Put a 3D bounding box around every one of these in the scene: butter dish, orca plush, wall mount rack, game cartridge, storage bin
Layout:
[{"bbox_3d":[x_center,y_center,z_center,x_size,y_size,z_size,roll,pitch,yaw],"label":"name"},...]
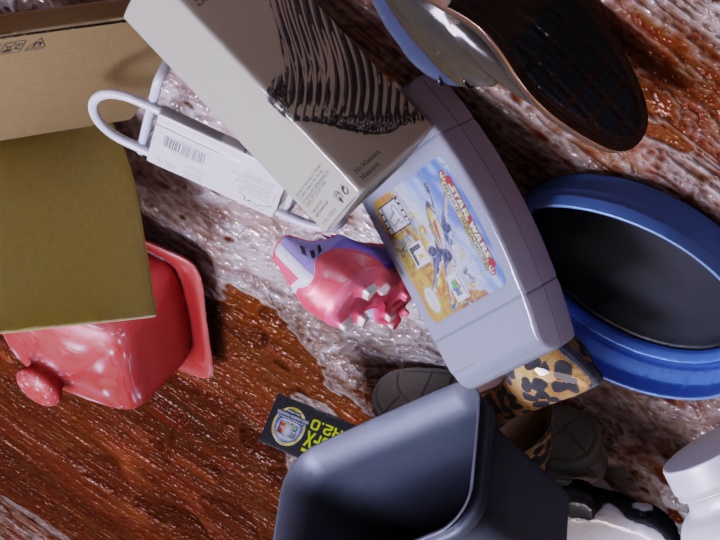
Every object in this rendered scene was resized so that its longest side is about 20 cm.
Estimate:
[{"bbox_3d":[-0.242,0.051,1.789,0.199,0.148,0.200,24,150,15],"label":"butter dish"},{"bbox_3d":[0.159,0.197,1.608,0.199,0.071,0.106,-21,112,37],"label":"orca plush"},{"bbox_3d":[-0.094,-0.088,1.490,0.199,0.075,0.174,25,152,-1],"label":"wall mount rack"},{"bbox_3d":[0.064,-0.026,1.402,0.201,0.041,0.133,62,153,3],"label":"game cartridge"},{"bbox_3d":[0.052,0.195,1.508,0.199,0.147,0.134,-28,129,36],"label":"storage bin"}]

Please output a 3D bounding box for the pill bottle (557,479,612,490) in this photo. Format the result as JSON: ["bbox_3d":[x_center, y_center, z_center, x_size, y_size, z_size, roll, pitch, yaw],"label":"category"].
[{"bbox_3d":[0.186,0.259,1.729,0.113,0.114,0.201,13,146,30],"label":"pill bottle"}]

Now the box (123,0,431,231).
[{"bbox_3d":[-0.054,-0.130,1.354,0.200,0.082,0.068,46,149,1],"label":"box"}]

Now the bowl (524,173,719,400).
[{"bbox_3d":[0.185,0.011,1.424,0.199,0.040,0.201,24,150,15],"label":"bowl"}]

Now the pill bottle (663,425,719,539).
[{"bbox_3d":[0.301,0.211,1.500,0.112,0.112,0.201,-24,96,57],"label":"pill bottle"}]

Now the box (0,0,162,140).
[{"bbox_3d":[-0.221,-0.135,1.443,0.163,0.199,0.021,-43,65,53],"label":"box"}]

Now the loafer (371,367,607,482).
[{"bbox_3d":[0.103,0.133,1.667,0.198,0.072,0.063,13,154,26],"label":"loafer"}]

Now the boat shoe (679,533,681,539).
[{"bbox_3d":[0.296,0.215,1.617,0.200,0.067,0.072,-33,89,45],"label":"boat shoe"}]

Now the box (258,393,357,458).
[{"bbox_3d":[0.031,0.165,1.711,0.159,0.045,0.200,21,176,30],"label":"box"}]

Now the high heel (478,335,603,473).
[{"bbox_3d":[0.136,0.109,1.509,0.142,0.071,0.201,25,150,43],"label":"high heel"}]

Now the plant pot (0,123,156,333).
[{"bbox_3d":[-0.290,-0.059,1.596,0.194,0.193,0.202,2,95,43],"label":"plant pot"}]

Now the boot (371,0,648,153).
[{"bbox_3d":[0.086,-0.141,1.271,0.200,0.075,0.097,43,162,-5],"label":"boot"}]

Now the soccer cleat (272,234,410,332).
[{"bbox_3d":[0.000,0.000,1.495,0.076,0.067,0.200,42,-165,12],"label":"soccer cleat"}]
